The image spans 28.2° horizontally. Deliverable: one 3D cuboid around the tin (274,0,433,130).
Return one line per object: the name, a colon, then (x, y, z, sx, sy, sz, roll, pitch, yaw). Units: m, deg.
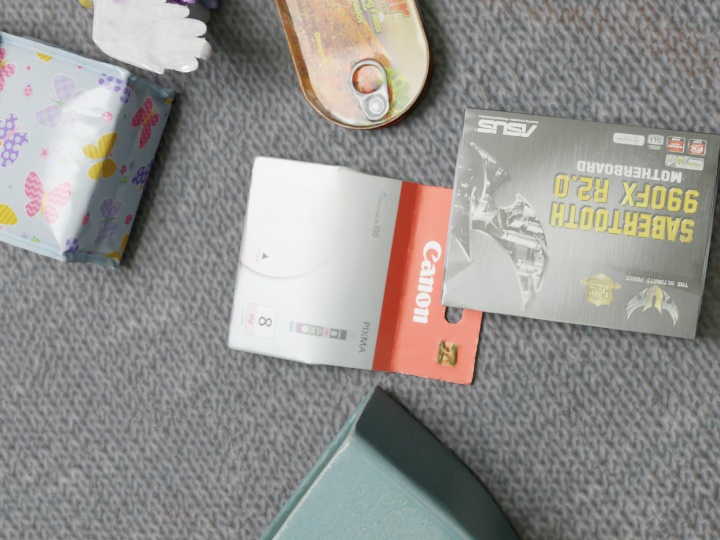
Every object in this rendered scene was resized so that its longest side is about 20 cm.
tin: (-0.007, -0.212, 1.171, 0.112, 0.042, 0.200, -17, 86, 17)

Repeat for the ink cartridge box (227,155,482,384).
ink cartridge box: (0.000, 0.000, 1.165, 0.200, 0.057, 0.163, 9, 92, 18)

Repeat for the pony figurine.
pony figurine: (-0.184, -0.241, 1.130, 0.193, 0.200, 0.167, 12, 92, 13)

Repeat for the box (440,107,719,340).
box: (0.170, -0.038, 1.115, 0.200, 0.048, 0.159, 8, 92, 9)

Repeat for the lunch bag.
lunch bag: (-0.282, -0.109, 1.196, 0.200, 0.127, 0.170, 21, 93, 19)

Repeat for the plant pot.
plant pot: (0.025, 0.238, 1.094, 0.200, 0.196, 0.196, 37, 98, 1)
